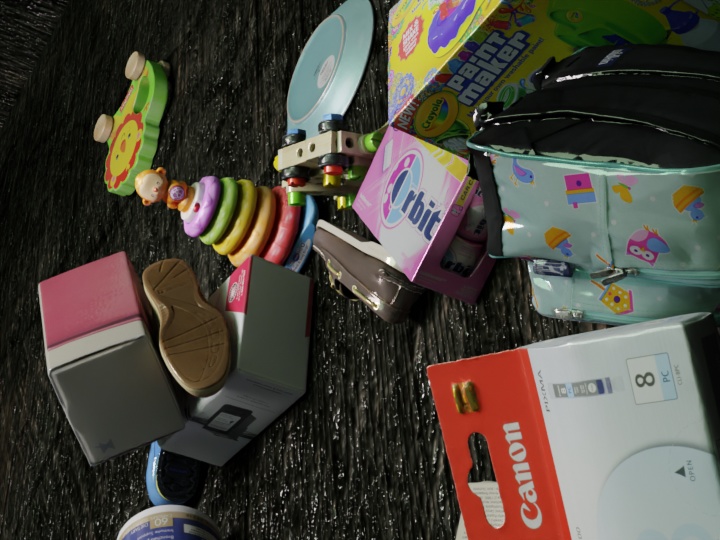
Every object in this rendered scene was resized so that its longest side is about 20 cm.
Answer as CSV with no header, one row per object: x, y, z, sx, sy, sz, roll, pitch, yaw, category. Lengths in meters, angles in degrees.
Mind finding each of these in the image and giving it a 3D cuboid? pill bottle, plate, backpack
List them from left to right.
-0.187,0.340,1.426,0.111,0.111,0.200,-56,27,28,pill bottle
-0.044,-0.233,1.689,0.200,0.025,0.201,-47,31,40,plate
0.186,-0.052,0.854,0.199,0.154,0.176,1,26,43,backpack

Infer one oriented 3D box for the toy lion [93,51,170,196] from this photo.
-0.365,-0.229,2.337,0.201,0.068,0.192,-59,33,22,toy lion

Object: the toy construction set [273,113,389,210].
-0.007,-0.115,1.408,0.200,0.131,0.093,-33,59,46,toy construction set

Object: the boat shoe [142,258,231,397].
-0.175,0.068,1.482,0.200,0.071,0.065,-116,17,-49,boat shoe

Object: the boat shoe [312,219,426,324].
0.000,0.000,1.354,0.200,0.072,0.060,27,92,60,boat shoe

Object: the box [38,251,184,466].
-0.268,0.089,1.537,0.200,0.108,0.128,-120,10,-59,box

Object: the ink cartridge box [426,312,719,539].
0.127,0.120,0.842,0.199,0.047,0.161,-13,90,36,ink cartridge box

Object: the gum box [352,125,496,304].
0.068,-0.062,1.257,0.114,0.066,0.200,-64,24,14,gum box

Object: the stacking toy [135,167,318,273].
-0.153,-0.065,1.568,0.117,0.199,0.110,-62,25,14,stacking toy

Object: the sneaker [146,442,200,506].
-0.208,0.175,1.662,0.078,0.066,0.201,-26,48,62,sneaker

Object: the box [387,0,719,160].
0.150,-0.168,1.012,0.200,0.192,0.123,-45,33,43,box

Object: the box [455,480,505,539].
0.097,0.244,0.950,0.082,0.068,0.201,-15,59,62,box

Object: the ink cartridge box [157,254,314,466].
-0.136,0.101,1.542,0.200,0.083,0.146,-43,35,46,ink cartridge box
